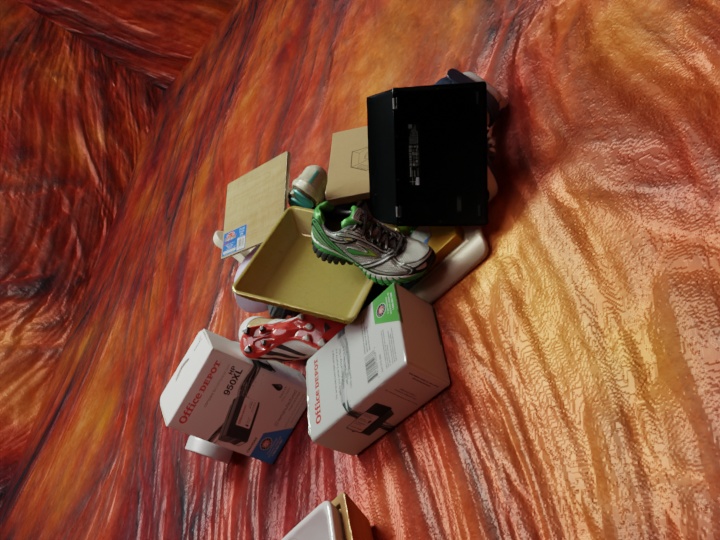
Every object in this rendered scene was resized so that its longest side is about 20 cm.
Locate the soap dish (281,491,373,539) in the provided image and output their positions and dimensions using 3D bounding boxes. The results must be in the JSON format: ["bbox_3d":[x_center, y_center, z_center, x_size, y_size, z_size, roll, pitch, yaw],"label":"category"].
[{"bbox_3d":[-0.056,0.398,0.846,0.200,0.081,0.158,-47,32,22],"label":"soap dish"}]

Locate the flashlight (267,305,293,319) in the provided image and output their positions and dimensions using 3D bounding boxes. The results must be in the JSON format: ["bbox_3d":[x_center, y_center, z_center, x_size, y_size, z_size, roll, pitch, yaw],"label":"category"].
[{"bbox_3d":[-0.121,0.003,1.249,0.068,0.067,0.201,-102,32,-51],"label":"flashlight"}]

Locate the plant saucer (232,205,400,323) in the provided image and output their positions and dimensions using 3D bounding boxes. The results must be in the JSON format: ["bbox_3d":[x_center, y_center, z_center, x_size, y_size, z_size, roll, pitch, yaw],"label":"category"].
[{"bbox_3d":[-0.060,-0.003,1.040,0.198,0.049,0.201,12,48,20],"label":"plant saucer"}]

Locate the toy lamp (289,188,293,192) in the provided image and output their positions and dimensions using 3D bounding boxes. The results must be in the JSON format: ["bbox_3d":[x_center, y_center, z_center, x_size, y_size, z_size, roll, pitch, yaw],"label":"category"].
[{"bbox_3d":[-0.106,-0.141,1.289,0.058,0.198,0.059,2,-90,-84],"label":"toy lamp"}]

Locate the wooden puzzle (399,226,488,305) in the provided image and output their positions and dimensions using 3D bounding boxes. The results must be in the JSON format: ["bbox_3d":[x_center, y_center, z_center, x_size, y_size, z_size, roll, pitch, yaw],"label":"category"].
[{"bbox_3d":[0.099,-0.045,1.032,0.185,0.037,0.201,-43,34,28],"label":"wooden puzzle"}]

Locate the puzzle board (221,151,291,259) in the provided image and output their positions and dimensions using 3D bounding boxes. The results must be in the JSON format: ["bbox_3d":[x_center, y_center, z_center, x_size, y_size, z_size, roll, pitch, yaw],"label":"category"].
[{"bbox_3d":[-0.186,-0.111,1.233,0.199,0.017,0.152,-17,65,47],"label":"puzzle board"}]

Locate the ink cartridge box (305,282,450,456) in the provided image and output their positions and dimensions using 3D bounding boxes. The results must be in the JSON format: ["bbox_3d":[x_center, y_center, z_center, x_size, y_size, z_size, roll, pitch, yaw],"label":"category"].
[{"bbox_3d":[0.016,0.140,0.953,0.200,0.083,0.147,-43,34,29],"label":"ink cartridge box"}]

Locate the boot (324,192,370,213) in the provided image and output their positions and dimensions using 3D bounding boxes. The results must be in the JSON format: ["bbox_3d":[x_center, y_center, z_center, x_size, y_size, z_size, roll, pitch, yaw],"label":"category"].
[{"bbox_3d":[-0.055,-0.086,1.253,0.200,0.090,0.073,-44,34,28],"label":"boot"}]

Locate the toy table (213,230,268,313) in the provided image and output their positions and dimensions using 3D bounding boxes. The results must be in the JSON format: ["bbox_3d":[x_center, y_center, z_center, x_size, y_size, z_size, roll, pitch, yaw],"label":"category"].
[{"bbox_3d":[-0.186,-0.025,1.341,0.200,0.183,0.118,-49,45,29],"label":"toy table"}]

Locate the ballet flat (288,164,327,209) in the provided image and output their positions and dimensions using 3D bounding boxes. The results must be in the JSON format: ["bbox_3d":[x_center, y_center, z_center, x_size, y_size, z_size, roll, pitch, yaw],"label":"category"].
[{"bbox_3d":[-0.079,-0.130,1.146,0.063,0.067,0.200,-57,6,-7],"label":"ballet flat"}]

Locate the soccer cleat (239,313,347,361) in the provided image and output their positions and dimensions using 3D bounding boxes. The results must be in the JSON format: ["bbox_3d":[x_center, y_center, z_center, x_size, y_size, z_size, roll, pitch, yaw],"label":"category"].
[{"bbox_3d":[-0.090,0.105,1.073,0.198,0.085,0.069,-12,68,13],"label":"soccer cleat"}]

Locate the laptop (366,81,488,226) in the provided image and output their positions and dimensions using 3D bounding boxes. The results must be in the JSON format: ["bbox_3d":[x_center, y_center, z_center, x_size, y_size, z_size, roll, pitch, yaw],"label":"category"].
[{"bbox_3d":[0.089,-0.163,0.988,0.198,0.116,0.189,1,100,18],"label":"laptop"}]

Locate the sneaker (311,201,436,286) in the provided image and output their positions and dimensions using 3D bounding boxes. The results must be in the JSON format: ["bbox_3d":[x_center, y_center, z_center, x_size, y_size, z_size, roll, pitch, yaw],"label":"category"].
[{"bbox_3d":[0.012,-0.040,0.972,0.199,0.086,0.078,16,50,22],"label":"sneaker"}]

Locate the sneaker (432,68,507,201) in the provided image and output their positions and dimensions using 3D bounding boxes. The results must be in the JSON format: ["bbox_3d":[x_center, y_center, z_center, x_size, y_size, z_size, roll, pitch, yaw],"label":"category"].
[{"bbox_3d":[0.178,-0.207,1.009,0.201,0.146,0.081,55,159,18],"label":"sneaker"}]

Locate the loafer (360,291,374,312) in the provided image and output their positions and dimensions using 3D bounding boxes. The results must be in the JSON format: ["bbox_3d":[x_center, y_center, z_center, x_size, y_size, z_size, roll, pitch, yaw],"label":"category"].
[{"bbox_3d":[0.000,0.000,1.116,0.073,0.072,0.201,99,155,-52],"label":"loafer"}]

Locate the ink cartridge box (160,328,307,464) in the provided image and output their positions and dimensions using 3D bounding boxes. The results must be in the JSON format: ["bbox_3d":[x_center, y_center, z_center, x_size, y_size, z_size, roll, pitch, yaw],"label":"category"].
[{"bbox_3d":[-0.199,0.206,1.116,0.145,0.199,0.084,-59,29,3],"label":"ink cartridge box"}]

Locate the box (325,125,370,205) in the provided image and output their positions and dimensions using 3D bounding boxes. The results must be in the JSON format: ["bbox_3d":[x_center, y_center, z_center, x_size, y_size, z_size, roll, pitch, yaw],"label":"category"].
[{"bbox_3d":[0.041,-0.191,1.164,0.198,0.021,0.165,-10,52,18],"label":"box"}]

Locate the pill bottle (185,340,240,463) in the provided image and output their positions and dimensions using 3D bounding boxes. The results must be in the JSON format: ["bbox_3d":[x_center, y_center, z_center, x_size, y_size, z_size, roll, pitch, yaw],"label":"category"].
[{"bbox_3d":[-0.241,0.237,1.246,0.111,0.111,0.201,-9,57,54],"label":"pill bottle"}]

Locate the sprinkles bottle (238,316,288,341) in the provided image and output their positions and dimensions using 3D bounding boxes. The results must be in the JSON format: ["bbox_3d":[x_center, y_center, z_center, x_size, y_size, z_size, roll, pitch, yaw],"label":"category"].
[{"bbox_3d":[-0.151,0.120,1.250,0.199,0.068,0.069,-2,63,56],"label":"sprinkles bottle"}]
